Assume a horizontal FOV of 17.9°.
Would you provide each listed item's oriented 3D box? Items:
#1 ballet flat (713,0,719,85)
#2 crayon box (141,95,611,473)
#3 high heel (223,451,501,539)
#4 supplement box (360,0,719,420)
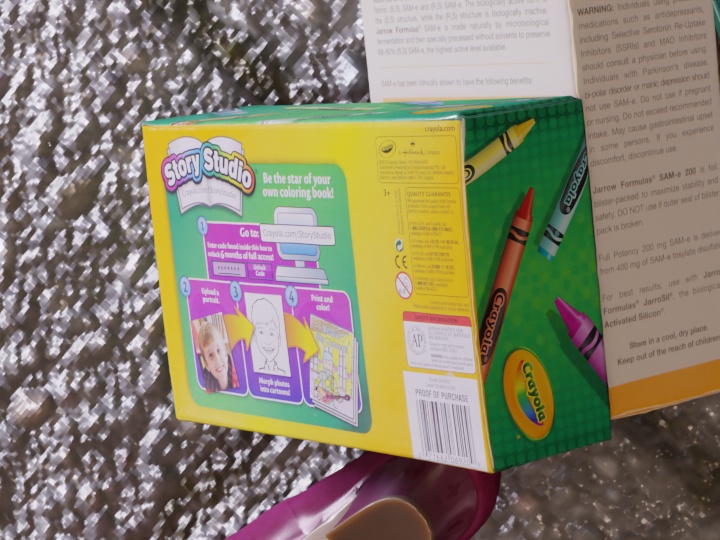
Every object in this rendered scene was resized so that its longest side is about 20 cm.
[{"bbox_3d":[0.138,-0.038,0.878,0.072,0.068,0.201,-26,95,28],"label":"ballet flat"},{"bbox_3d":[0.000,0.000,0.831,0.058,0.199,0.120,-11,99,-36],"label":"crayon box"},{"bbox_3d":[-0.026,0.125,0.928,0.199,0.096,0.068,-28,94,29],"label":"high heel"},{"bbox_3d":[0.067,-0.055,0.840,0.073,0.126,0.202,-11,100,-34],"label":"supplement box"}]
